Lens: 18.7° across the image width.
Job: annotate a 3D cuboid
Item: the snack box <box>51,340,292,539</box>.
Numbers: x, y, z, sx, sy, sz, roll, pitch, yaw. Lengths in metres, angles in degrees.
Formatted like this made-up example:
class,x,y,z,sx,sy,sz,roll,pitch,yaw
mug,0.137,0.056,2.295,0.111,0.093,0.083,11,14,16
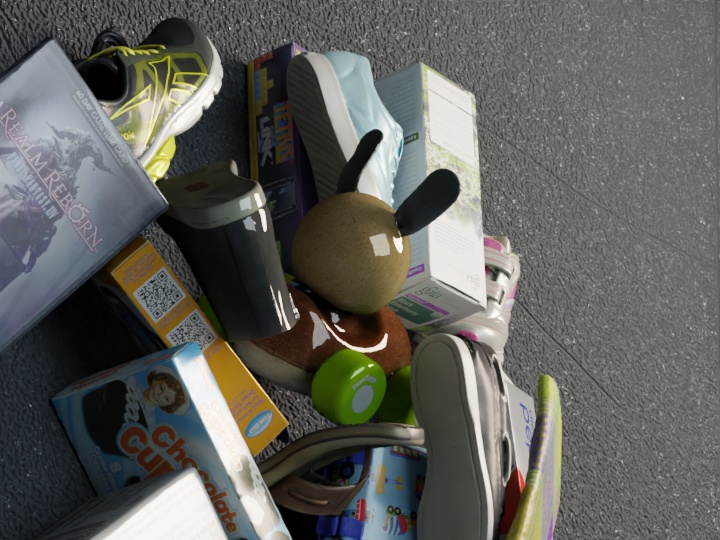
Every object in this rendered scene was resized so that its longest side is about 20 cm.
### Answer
class,x,y,z,sx,sy,sz,roll,pitch,yaw
snack box,-0.122,0.157,1.509,0.037,0.116,0.201,-39,106,-56

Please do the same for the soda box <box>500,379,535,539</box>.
class,x,y,z,sx,sy,sz,roll,pitch,yaw
soda box,0.113,0.195,1.760,0.068,0.063,0.202,34,45,-60

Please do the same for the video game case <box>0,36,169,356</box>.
class,x,y,z,sx,sy,sz,roll,pitch,yaw
video game case,-0.237,-0.036,1.434,0.200,0.019,0.143,-43,113,-21

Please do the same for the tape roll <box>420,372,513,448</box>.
class,x,y,z,sx,sy,sz,roll,pitch,yaw
tape roll,0.100,0.168,1.864,0.203,0.037,0.204,37,43,-46

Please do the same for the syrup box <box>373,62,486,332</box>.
class,x,y,z,sx,sy,sz,roll,pitch,yaw
syrup box,0.047,-0.059,1.800,0.078,0.081,0.202,26,54,-45

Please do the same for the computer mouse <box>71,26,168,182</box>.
class,x,y,z,sx,sy,sz,roll,pitch,yaw
computer mouse,-0.212,-0.096,1.568,0.200,0.052,0.140,-27,103,-66

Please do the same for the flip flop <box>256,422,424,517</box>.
class,x,y,z,sx,sy,sz,roll,pitch,yaw
flip flop,-0.042,0.154,1.554,0.058,0.199,0.081,70,13,12

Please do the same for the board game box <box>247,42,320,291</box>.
class,x,y,z,sx,sy,sz,roll,pitch,yaw
board game box,-0.021,-0.067,1.829,0.165,0.056,0.202,26,53,-50

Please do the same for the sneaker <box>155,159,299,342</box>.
class,x,y,z,sx,sy,sz,roll,pitch,yaw
sneaker,-0.102,-0.013,1.548,0.200,0.074,0.107,-142,-146,-73

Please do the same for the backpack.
class,x,y,z,sx,sy,sz,roll,pitch,yaw
backpack,0.013,0.242,1.634,0.182,0.134,0.202,23,61,-26

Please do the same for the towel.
class,x,y,z,sx,sy,sz,roll,pitch,yaw
towel,0.126,0.192,1.629,0.201,0.023,0.144,-72,163,-47

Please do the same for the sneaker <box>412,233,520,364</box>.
class,x,y,z,sx,sy,sz,roll,pitch,yaw
sneaker,0.093,0.018,1.874,0.200,0.081,0.089,-80,-177,-73

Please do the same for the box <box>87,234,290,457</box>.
class,x,y,z,sx,sy,sz,roll,pitch,yaw
box,-0.127,0.054,1.557,0.041,0.119,0.201,-40,114,-13

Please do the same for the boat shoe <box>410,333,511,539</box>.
class,x,y,z,sx,sy,sz,roll,pitch,yaw
boat shoe,0.079,0.146,1.588,0.060,0.074,0.202,7,70,-45

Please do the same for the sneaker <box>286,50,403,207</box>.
class,x,y,z,sx,sy,sz,roll,pitch,yaw
sneaker,0.008,-0.085,1.744,0.081,0.074,0.202,-12,83,-30

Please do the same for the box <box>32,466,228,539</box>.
class,x,y,z,sx,sy,sz,roll,pitch,yaw
box,-0.150,0.261,1.424,0.184,0.104,0.201,-33,101,-57

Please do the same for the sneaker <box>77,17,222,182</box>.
class,x,y,z,sx,sy,sz,roll,pitch,yaw
sneaker,-0.157,-0.131,1.553,0.085,0.074,0.201,61,28,-31

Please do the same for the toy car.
class,x,y,z,sx,sy,sz,roll,pitch,yaw
toy car,0.000,0.000,1.646,0.157,0.164,0.201,16,101,-52
